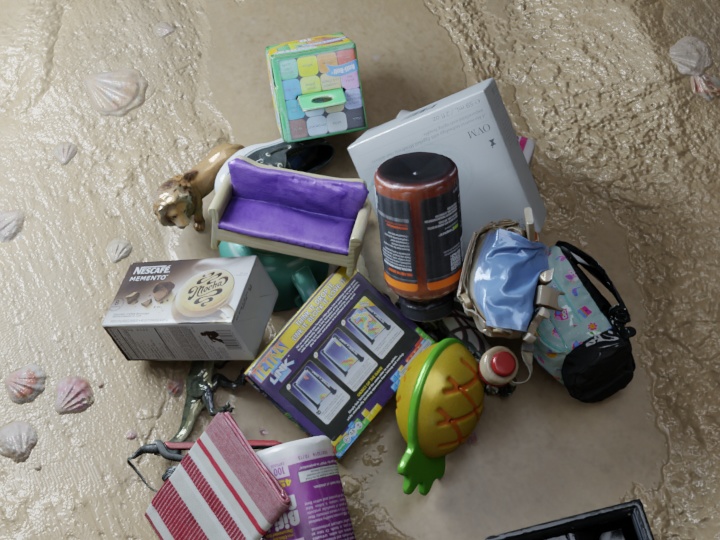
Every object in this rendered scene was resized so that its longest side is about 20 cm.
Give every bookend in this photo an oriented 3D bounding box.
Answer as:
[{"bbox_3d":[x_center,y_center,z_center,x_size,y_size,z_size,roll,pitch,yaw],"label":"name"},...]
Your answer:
[{"bbox_3d":[0.265,0.401,1.397,0.198,0.092,0.201,-12,64,-5],"label":"bookend"}]

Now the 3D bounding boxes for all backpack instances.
[{"bbox_3d":[0.269,0.062,1.540,0.126,0.167,0.201,-25,59,-7],"label":"backpack"}]

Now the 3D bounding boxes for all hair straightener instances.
[{"bbox_3d":[-0.197,0.254,1.490,0.198,0.041,0.078,3,77,-10],"label":"hair straightener"}]

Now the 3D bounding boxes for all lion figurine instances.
[{"bbox_3d":[-0.217,-0.128,1.649,0.072,0.123,0.201,30,66,15],"label":"lion figurine"}]

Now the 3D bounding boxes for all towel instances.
[{"bbox_3d":[-0.176,0.287,1.422,0.023,0.200,0.144,-5,50,-53],"label":"towel"}]

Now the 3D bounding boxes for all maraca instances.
[{"bbox_3d":[0.094,0.184,1.473,0.106,0.137,0.202,13,86,35],"label":"maraca"}]

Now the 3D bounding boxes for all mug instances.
[{"bbox_3d":[-0.104,-0.031,1.604,0.183,0.115,0.153,21,65,11],"label":"mug"}]

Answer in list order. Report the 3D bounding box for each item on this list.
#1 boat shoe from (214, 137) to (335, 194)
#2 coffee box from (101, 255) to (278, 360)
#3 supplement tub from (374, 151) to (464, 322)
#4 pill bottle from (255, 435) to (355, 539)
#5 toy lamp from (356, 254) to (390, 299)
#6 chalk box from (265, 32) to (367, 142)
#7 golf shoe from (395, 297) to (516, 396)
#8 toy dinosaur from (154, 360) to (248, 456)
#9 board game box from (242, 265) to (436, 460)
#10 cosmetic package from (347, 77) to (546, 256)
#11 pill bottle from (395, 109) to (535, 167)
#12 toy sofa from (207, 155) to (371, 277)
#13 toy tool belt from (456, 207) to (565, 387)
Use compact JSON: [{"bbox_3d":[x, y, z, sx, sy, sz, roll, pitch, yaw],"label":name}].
[{"bbox_3d":[-0.119,-0.148,1.658,0.056,0.069,0.199,20,39,39],"label":"boat shoe"},{"bbox_3d":[-0.222,0.051,1.533,0.198,0.080,0.114,-2,48,25],"label":"coffee box"},{"bbox_3d":[0.076,-0.038,1.464,0.106,0.202,0.107,-5,29,3],"label":"supplement tub"},{"bbox_3d":[-0.066,0.311,1.421,0.111,0.112,0.202,-14,78,-7],"label":"pill bottle"},{"bbox_3d":[0.000,0.000,1.623,0.058,0.058,0.202,-13,63,-7],"label":"toy lamp"},{"bbox_3d":[-0.063,-0.258,1.658,0.123,0.200,0.125,-10,106,-6],"label":"chalk box"},{"bbox_3d":[0.139,0.085,1.570,0.199,0.077,0.088,39,62,17],"label":"golf shoe"},{"bbox_3d":[-0.200,0.157,1.547,0.087,0.048,0.202,5,64,22],"label":"toy dinosaur"},{"bbox_3d":[-0.028,0.116,1.520,0.165,0.057,0.200,42,78,-1],"label":"board game box"},{"bbox_3d":[0.119,-0.119,1.561,0.198,0.123,0.202,-21,101,18],"label":"cosmetic package"},{"bbox_3d":[0.140,-0.156,1.669,0.198,0.114,0.114,16,64,8],"label":"pill bottle"},{"bbox_3d":[-0.089,-0.070,1.493,0.198,0.098,0.083,12,39,5],"label":"toy sofa"},{"bbox_3d":[0.183,0.034,1.425,0.123,0.123,0.202,8,74,-9],"label":"toy tool belt"}]
